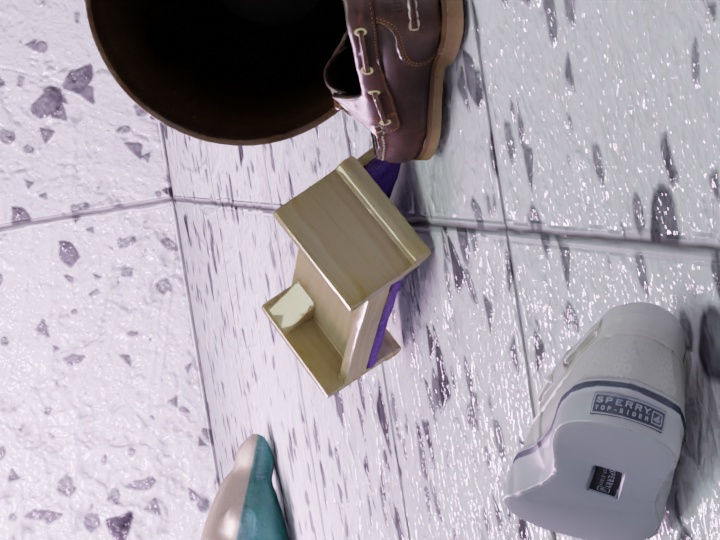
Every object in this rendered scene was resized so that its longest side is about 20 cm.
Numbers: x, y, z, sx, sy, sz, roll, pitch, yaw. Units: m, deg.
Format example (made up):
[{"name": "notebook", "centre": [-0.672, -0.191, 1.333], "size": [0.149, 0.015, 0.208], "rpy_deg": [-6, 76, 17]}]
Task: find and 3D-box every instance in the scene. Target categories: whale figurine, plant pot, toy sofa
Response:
[{"name": "whale figurine", "centre": [-0.108, 0.272, 2.706], "size": [0.159, 0.103, 0.201], "rpy_deg": [102, -179, -67]}, {"name": "plant pot", "centre": [-0.065, -0.187, 1.668], "size": [0.200, 0.186, 0.188], "rpy_deg": [-71, -27, -77]}, {"name": "toy sofa", "centre": [0.000, 0.000, 1.734], "size": [0.083, 0.097, 0.200], "rpy_deg": [52, 164, 13]}]

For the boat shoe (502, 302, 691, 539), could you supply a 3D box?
[{"name": "boat shoe", "centre": [0.106, 0.065, 1.150], "size": [0.200, 0.071, 0.070], "rpy_deg": [93, -168, -70]}]

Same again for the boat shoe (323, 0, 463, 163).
[{"name": "boat shoe", "centre": [0.013, -0.118, 1.507], "size": [0.200, 0.070, 0.071], "rpy_deg": [96, 161, -64]}]
